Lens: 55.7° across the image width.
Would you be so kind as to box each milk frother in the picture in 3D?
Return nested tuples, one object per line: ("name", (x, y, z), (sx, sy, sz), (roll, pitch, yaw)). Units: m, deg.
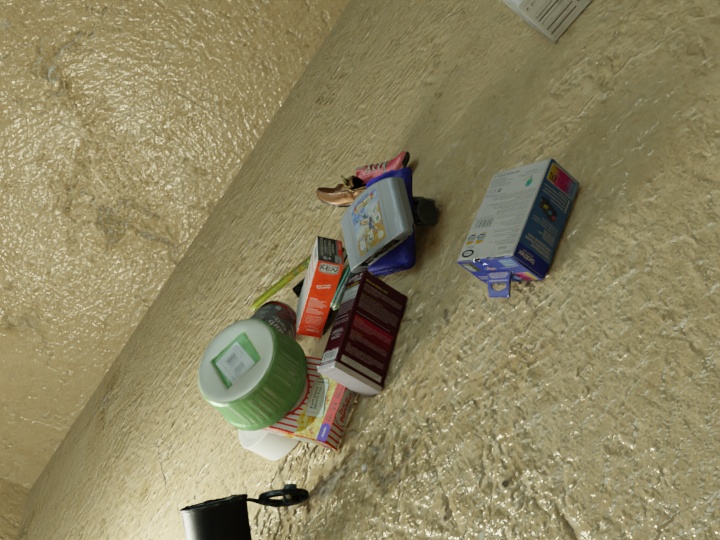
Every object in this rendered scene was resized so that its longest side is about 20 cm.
("milk frother", (-0.184, 0.475, 1.158), (0.198, 0.180, 0.190), (-16, 78, 18))

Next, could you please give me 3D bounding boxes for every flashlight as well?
("flashlight", (0.092, -0.119, 1.421), (0.200, 0.067, 0.069), (13, 97, 61))

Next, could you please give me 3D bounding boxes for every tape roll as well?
("tape roll", (-0.172, 0.290, 1.425), (0.202, 0.071, 0.203), (-44, 27, 30))

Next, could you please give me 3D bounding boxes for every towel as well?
("towel", (0.055, -0.096, 1.367), (0.147, 0.049, 0.202), (-18, 72, 62))
("towel", (-0.175, 0.024, 1.598), (0.200, 0.018, 0.086), (-37, 8, 21))

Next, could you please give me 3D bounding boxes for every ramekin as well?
("ramekin", (-0.209, 0.189, 1.283), (0.198, 0.098, 0.201), (-16, 51, 21))

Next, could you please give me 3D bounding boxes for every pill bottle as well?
("pill bottle", (-0.227, 0.163, 1.556), (0.116, 0.116, 0.200), (-41, 6, 34))

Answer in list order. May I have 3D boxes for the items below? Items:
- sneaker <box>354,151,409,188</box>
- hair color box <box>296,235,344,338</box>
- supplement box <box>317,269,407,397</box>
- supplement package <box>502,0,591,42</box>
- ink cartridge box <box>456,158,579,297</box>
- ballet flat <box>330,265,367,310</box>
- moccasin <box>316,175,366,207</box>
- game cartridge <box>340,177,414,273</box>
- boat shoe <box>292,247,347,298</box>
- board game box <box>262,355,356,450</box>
("sneaker", (0.033, -0.221, 1.611), (0.200, 0.087, 0.074), (-42, 13, 33))
("hair color box", (-0.091, 0.038, 1.501), (0.102, 0.061, 0.201), (-97, 21, -55))
("supplement box", (0.007, 0.113, 1.240), (0.061, 0.108, 0.201), (-26, 38, 51))
("supplement package", (0.373, -0.574, 1.358), (0.156, 0.110, 0.201), (-49, 25, 21))
("ink cartridge box", (0.233, -0.058, 1.039), (0.136, 0.076, 0.201), (-6, 54, 62))
("ballet flat", (0.000, 0.000, 1.444), (0.074, 0.074, 0.201), (-6, 60, 61))
("moccasin", (-0.012, -0.188, 1.577), (0.200, 0.078, 0.074), (4, 23, 31))
("game cartridge", (0.027, -0.094, 1.343), (0.200, 0.041, 0.134), (-37, 62, 49))
("boat shoe", (-0.098, 0.010, 1.600), (0.200, 0.065, 0.073), (-50, 10, 35))
("board game box", (-0.108, 0.240, 1.285), (0.199, 0.046, 0.152), (4, 61, 33))
